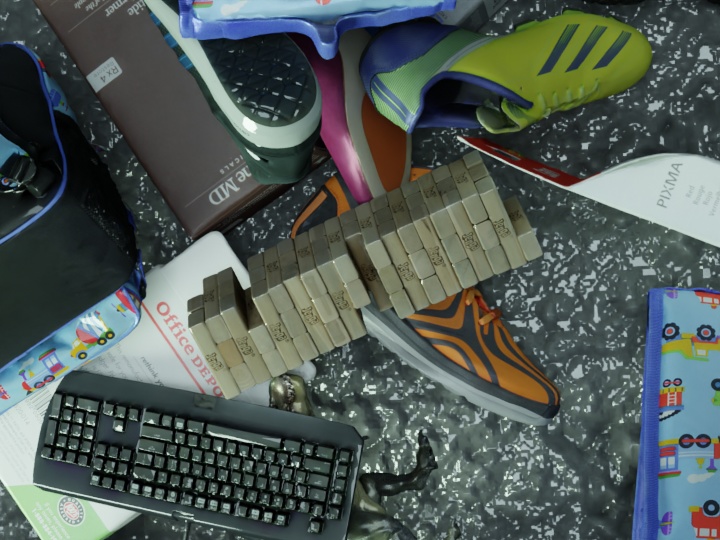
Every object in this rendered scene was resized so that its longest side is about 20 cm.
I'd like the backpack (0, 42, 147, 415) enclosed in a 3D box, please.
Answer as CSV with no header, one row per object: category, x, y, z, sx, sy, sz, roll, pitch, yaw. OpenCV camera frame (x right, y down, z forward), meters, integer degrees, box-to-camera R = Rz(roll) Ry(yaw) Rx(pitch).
backpack,-0.231,-0.032,1.100,0.182,0.135,0.200,-34,41,9

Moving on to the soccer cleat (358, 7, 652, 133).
soccer cleat,0.093,-0.108,1.064,0.199,0.065,0.084,-5,49,-29

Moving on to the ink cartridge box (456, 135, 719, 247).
ink cartridge box,0.163,-0.058,1.047,0.199,0.162,0.050,24,97,7

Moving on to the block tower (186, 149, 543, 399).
block tower,0.000,0.000,1.043,0.199,0.054,0.058,-24,117,5

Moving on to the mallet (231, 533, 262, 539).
mallet,-0.025,0.176,1.134,0.199,0.066,0.041,17,86,22

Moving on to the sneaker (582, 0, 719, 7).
sneaker,0.184,-0.207,1.079,0.199,0.076,0.091,2,77,-22

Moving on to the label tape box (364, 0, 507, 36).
label tape box,0.024,-0.205,1.115,0.200,0.063,0.144,-45,84,4

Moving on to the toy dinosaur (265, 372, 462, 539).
toy dinosaur,0.011,0.147,1.069,0.088,0.047,0.201,-21,82,2

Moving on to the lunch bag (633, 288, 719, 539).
lunch bag,0.239,0.093,1.059,0.150,0.094,0.201,5,69,5

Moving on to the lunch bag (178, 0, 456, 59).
lunch bag,-0.028,-0.207,1.007,0.150,0.094,0.201,-5,69,-1

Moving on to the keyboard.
keyboard,-0.101,0.136,1.066,0.199,0.021,0.128,9,92,17

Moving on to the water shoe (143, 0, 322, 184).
water shoe,-0.084,-0.133,1.043,0.071,0.079,0.201,-18,58,-14

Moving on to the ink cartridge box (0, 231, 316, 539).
ink cartridge box,-0.131,0.076,1.128,0.200,0.067,0.117,-35,86,6

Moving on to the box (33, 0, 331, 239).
box,-0.112,-0.128,1.123,0.100,0.075,0.200,-36,87,11

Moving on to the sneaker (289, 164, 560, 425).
sneaker,0.054,0.003,1.102,0.199,0.078,0.112,34,94,6

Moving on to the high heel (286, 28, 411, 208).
high heel,-0.032,-0.121,1.092,0.096,0.067,0.201,-15,86,37
